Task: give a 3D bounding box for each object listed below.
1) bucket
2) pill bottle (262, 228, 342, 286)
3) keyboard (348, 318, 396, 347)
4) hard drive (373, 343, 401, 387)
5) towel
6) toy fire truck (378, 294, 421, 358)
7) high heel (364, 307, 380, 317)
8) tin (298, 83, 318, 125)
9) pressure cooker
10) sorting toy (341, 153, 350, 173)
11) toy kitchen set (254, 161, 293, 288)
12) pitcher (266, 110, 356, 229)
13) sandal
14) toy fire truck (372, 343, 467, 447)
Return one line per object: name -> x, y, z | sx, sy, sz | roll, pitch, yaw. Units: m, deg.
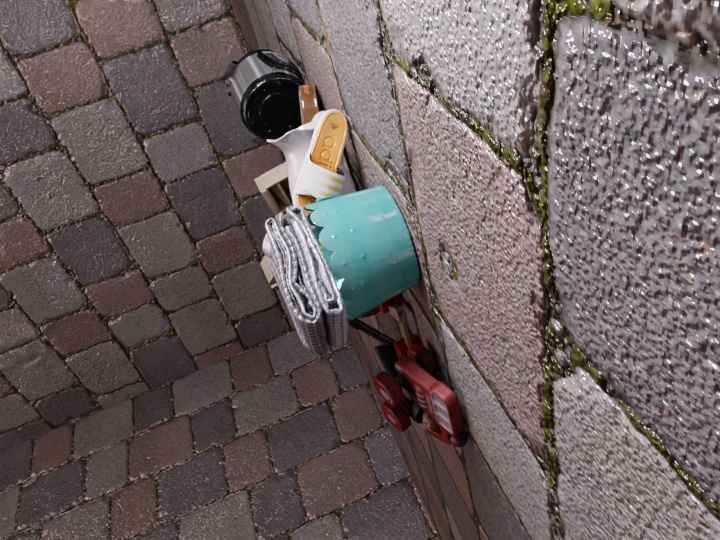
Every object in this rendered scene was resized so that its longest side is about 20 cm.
bucket -> 0.002, -0.034, 0.974 | 0.207, 0.134, 0.209 | 159, 90, -83
pill bottle -> -0.092, -0.019, 1.149 | 0.199, 0.111, 0.112 | 32, 157, 23
keyboard -> 0.030, 0.141, 1.309 | 0.199, 0.021, 0.127 | 30, 173, 5
hard drive -> 0.106, 0.248, 1.260 | 0.200, 0.042, 0.135 | 54, -177, -35
towel -> -0.088, 0.020, 0.927 | 0.166, 0.085, 0.201 | 84, 163, -64
toy fire truck -> 0.067, 0.072, 1.171 | 0.201, 0.048, 0.141 | 77, 170, -46
high heel -> 0.000, 0.000, 1.285 | 0.067, 0.095, 0.201 | 113, 135, -81
tin -> -0.109, -0.309, 1.294 | 0.201, 0.042, 0.112 | 88, 169, -45
pressure cooker -> -0.227, -0.432, 1.428 | 0.177, 0.178, 0.201 | 71, 173, -46
sorting toy -> -0.048, -0.214, 1.263 | 0.185, 0.036, 0.201 | 120, 129, -82
toy kitchen set -> -0.163, -0.074, 1.257 | 0.201, 0.162, 0.181 | 60, 178, 31
pitcher -> -0.069, -0.190, 1.122 | 0.121, 0.172, 0.201 | -4, 119, 44
sandal -> -0.061, -0.180, 1.019 | 0.059, 0.079, 0.208 | 14, 91, 64
toy fire truck -> 0.123, 0.245, 1.075 | 0.168, 0.112, 0.201 | 37, 154, 42
